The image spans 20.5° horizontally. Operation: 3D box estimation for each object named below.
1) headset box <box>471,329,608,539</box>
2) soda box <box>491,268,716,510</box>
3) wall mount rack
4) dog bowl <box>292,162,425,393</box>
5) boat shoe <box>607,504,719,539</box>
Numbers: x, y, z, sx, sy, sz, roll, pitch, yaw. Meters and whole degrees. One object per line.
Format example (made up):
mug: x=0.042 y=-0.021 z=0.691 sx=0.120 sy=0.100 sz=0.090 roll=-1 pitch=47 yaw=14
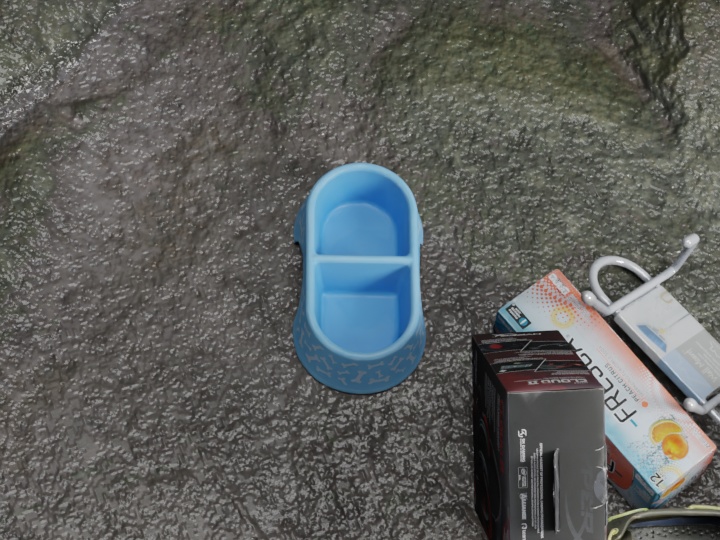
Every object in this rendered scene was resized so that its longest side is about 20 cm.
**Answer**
headset box: x=0.132 y=0.139 z=1.479 sx=0.075 sy=0.200 sz=0.149 roll=-3 pitch=102 yaw=-4
soda box: x=0.193 y=0.099 z=1.603 sx=0.068 sy=0.064 sz=0.200 roll=-34 pitch=70 yaw=-18
wall mount rack: x=0.255 y=0.052 z=1.602 sx=0.173 sy=0.075 sz=0.200 roll=-28 pitch=67 yaw=-42
dog bowl: x=0.000 y=0.000 z=1.647 sx=0.111 sy=0.050 sz=0.201 roll=1 pitch=63 yaw=-3
boat shoe: x=0.209 y=0.221 z=1.546 sx=0.201 sy=0.060 sz=0.072 roll=-7 pitch=65 yaw=-7
